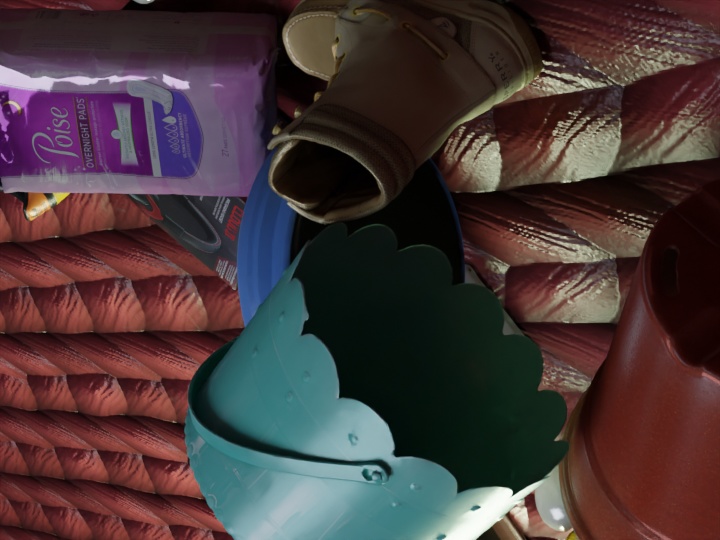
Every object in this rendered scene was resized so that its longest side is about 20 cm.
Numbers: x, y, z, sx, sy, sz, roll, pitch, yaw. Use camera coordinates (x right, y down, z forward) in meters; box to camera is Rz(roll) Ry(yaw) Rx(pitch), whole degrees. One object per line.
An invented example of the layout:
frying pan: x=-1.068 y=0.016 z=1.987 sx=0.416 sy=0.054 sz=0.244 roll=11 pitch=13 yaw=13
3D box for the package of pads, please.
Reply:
package of pads: x=-0.149 y=-0.113 z=1.543 sx=0.198 sy=0.076 sz=0.121 roll=2 pitch=129 yaw=5

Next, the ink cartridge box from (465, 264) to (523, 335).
ink cartridge box: x=0.004 y=0.073 z=1.680 sx=0.084 sy=0.146 sz=0.199 roll=50 pitch=156 yaw=-22

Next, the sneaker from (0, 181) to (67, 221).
sneaker: x=-0.321 y=-0.117 z=1.932 sx=0.199 sy=0.090 sz=0.070 roll=33 pitch=157 yaw=19

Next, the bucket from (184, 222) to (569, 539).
bucket: x=0.005 y=0.087 z=1.329 sx=0.207 sy=0.207 sz=0.135 roll=42 pitch=117 yaw=-2

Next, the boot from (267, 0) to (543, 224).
boot: x=-0.009 y=-0.100 z=1.356 sx=0.199 sy=0.155 sz=0.073 roll=15 pitch=140 yaw=44

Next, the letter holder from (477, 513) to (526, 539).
letter holder: x=0.071 y=0.252 z=1.971 sx=0.142 sy=0.101 sz=0.201 roll=12 pitch=144 yaw=47

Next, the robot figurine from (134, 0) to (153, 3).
robot figurine: x=-0.132 y=-0.244 z=1.354 sx=0.199 sy=0.113 sz=0.171 roll=30 pitch=127 yaw=24

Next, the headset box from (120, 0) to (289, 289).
headset box: x=-0.119 y=-0.084 z=1.682 sx=0.200 sy=0.075 sz=0.149 roll=40 pitch=157 yaw=4

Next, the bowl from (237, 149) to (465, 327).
bowl: x=0.000 y=0.000 z=1.489 sx=0.039 sy=0.201 sz=0.201 roll=-2 pitch=135 yaw=38

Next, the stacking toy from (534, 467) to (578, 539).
stacking toy: x=0.196 y=0.233 z=1.736 sx=0.201 sy=0.145 sz=0.146 roll=56 pitch=160 yaw=10

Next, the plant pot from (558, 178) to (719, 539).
plant pot: x=0.216 y=0.063 z=1.275 sx=0.200 sy=0.201 sz=0.196 roll=32 pitch=149 yaw=21
